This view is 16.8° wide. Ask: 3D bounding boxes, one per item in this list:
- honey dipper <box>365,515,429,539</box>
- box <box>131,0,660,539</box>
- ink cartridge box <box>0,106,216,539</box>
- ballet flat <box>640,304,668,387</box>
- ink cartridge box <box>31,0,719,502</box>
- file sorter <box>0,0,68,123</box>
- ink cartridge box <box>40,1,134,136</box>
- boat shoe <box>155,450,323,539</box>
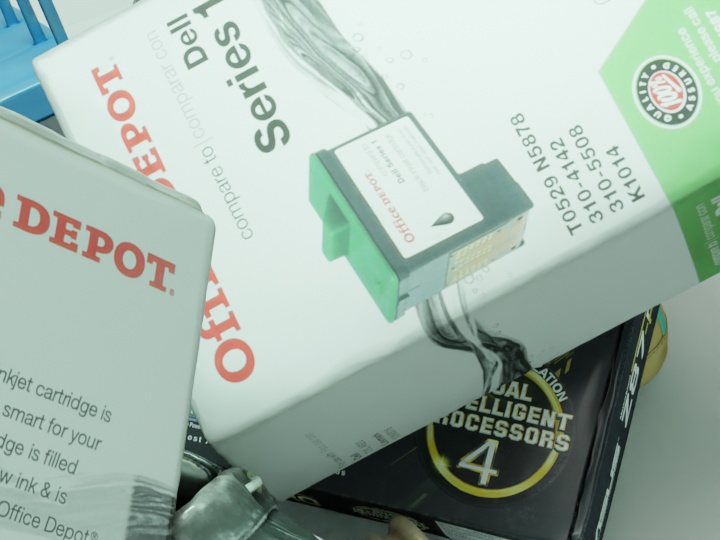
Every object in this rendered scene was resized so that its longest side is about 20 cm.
[{"bbox_3d":[-0.057,0.146,0.750,0.200,0.038,0.038,-34,47,-12],"label":"honey dipper"},{"bbox_3d":[0.000,0.000,0.819,0.200,0.049,0.161,13,76,17],"label":"box"},{"bbox_3d":[-0.123,0.060,0.589,0.084,0.144,0.200,-9,65,42],"label":"ink cartridge box"},{"bbox_3d":[0.009,0.010,0.874,0.200,0.063,0.069,-2,42,12],"label":"ballet flat"},{"bbox_3d":[0.020,-0.040,0.755,0.200,0.084,0.146,-29,70,3],"label":"ink cartridge box"},{"bbox_3d":[-0.200,-0.105,0.884,0.139,0.123,0.200,-27,21,-12],"label":"file sorter"},{"bbox_3d":[-0.063,-0.051,0.949,0.200,0.068,0.115,-20,42,-7],"label":"ink cartridge box"},{"bbox_3d":[-0.048,0.082,0.715,0.072,0.071,0.200,-39,7,-19],"label":"boat shoe"}]
